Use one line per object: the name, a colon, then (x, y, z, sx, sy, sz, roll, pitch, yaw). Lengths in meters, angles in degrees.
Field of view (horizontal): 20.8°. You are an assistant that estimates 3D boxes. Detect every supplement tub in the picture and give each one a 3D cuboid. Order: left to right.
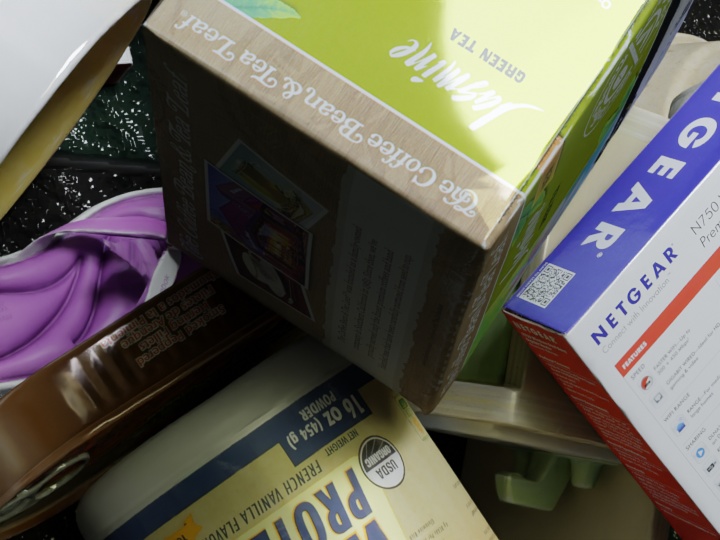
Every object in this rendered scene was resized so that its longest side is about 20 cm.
supplement tub: (-0.008, 0.141, 0.809, 0.144, 0.144, 0.201, -31, 84, -40)

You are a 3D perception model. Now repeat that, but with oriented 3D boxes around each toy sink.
toy sink: (0.067, 0.027, 0.881, 0.111, 0.130, 0.202, 14, 84, -38)

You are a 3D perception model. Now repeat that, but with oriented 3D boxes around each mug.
mug: (-0.190, -0.100, 0.817, 0.153, 0.187, 0.150, 37, 86, -4)

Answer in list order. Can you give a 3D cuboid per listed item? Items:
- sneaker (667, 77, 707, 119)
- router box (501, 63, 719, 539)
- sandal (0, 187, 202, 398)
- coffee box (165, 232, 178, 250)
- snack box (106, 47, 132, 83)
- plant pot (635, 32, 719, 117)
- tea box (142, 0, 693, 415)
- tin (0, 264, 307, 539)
sneaker: (0.166, -0.034, 0.943, 0.075, 0.200, 0.092, 13, 41, -29)
router box: (0.182, 0.009, 0.830, 0.200, 0.049, 0.180, -46, 119, -12)
sandal: (-0.119, 0.010, 0.867, 0.202, 0.050, 0.083, -25, 81, -40)
coffee box: (-0.030, -0.107, 0.918, 0.079, 0.113, 0.201, 16, 43, -11)
snack box: (-0.202, -0.120, 0.898, 0.199, 0.024, 0.072, -5, 69, -36)
plant pot: (0.251, -0.043, 1.018, 0.199, 0.182, 0.203, 12, 73, -46)
tea box: (0.031, -0.083, 0.708, 0.133, 0.200, 0.197, 33, 73, 8)
tin: (-0.083, 0.043, 0.817, 0.199, 0.112, 0.042, -33, 76, -23)
